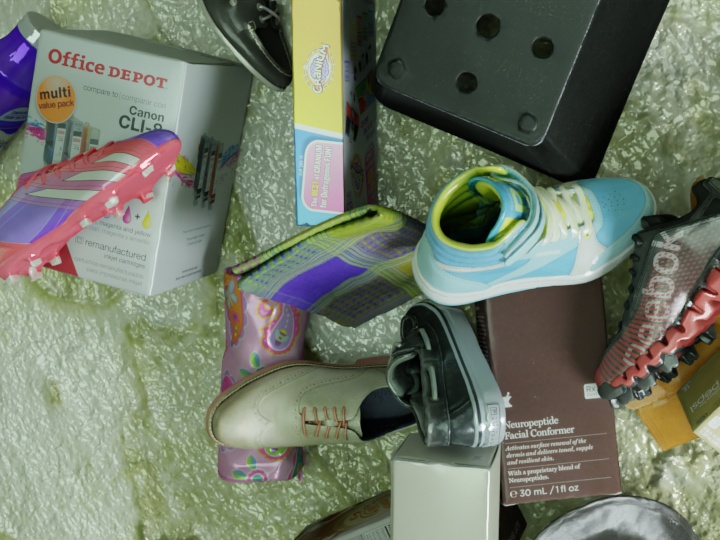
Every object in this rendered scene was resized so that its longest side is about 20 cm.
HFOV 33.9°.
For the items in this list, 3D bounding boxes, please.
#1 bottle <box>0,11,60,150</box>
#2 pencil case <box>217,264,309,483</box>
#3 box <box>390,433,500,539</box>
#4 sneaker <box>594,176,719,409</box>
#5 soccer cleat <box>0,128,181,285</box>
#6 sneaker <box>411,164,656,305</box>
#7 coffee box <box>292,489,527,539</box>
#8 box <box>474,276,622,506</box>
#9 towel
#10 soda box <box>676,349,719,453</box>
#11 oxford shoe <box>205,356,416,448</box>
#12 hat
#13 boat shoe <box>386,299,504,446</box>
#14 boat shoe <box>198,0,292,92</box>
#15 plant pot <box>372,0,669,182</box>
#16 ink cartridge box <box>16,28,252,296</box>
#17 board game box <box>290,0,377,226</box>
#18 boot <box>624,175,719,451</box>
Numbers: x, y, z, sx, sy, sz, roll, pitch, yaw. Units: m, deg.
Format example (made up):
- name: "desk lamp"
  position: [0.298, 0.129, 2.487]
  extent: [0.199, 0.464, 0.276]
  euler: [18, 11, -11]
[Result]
- name: "bottle"
  position: [-0.351, -0.154, 1.108]
  extent: [0.200, 0.083, 0.065]
  euler: [-45, 84, 17]
- name: "pencil case"
  position: [-0.085, 0.093, 1.064]
  extent: [0.087, 0.087, 0.202]
  euler: [5, 100, 16]
- name: "box"
  position: [0.066, 0.235, 0.926]
  extent: [0.081, 0.068, 0.202]
  euler: [4, 101, 14]
- name: "sneaker"
  position: [0.234, 0.013, 0.894]
  extent: [0.098, 0.071, 0.201]
  euler: [45, 115, 21]
- name: "soccer cleat"
  position: [-0.230, -0.064, 0.943]
  extent: [0.199, 0.067, 0.077]
  euler: [-34, 84, 21]
- name: "sneaker"
  position: [0.137, -0.039, 0.875]
  extent: [0.198, 0.131, 0.080]
  euler: [-19, 70, -6]
- name: "coffee box"
  position: [0.034, 0.241, 1.033]
  extent: [0.199, 0.114, 0.080]
  euler: [-26, 90, 18]
- name: "box"
  position: [0.151, 0.084, 0.969]
  extent: [0.099, 0.075, 0.202]
  euler: [-6, 88, -1]
- name: "towel"
  position: [0.000, 0.000, 0.970]
  extent: [0.143, 0.200, 0.023]
  euler: [-25, 68, 18]
- name: "soda box"
  position: [0.343, 0.143, 0.914]
  extent: [0.200, 0.064, 0.068]
  euler: [38, 109, -12]
- name: "oxford shoe"
  position: [-0.031, 0.116, 1.004]
  extent: [0.198, 0.074, 0.071]
  euler: [-12, 107, -16]
- name: "hat"
  position: [0.190, 0.267, 0.993]
  extent: [0.199, 0.081, 0.202]
  euler: [-4, 106, -14]
- name: "boat shoe"
  position: [0.055, 0.076, 0.949]
  extent: [0.070, 0.200, 0.073]
  euler: [-3, 109, -12]
- name: "boat shoe"
  position: [-0.111, -0.250, 1.028]
  extent: [0.057, 0.067, 0.201]
  euler: [-37, 83, 23]
- name: "plant pot"
  position: [0.115, -0.183, 0.910]
  extent: [0.199, 0.177, 0.201]
  euler: [24, 105, 11]
- name: "ink cartridge box"
  position: [-0.199, -0.100, 1.036]
  extent: [0.144, 0.145, 0.202]
  euler: [14, 101, 15]
- name: "board game box"
  position: [-0.019, -0.144, 0.968]
  extent: [0.040, 0.153, 0.202]
  euler: [1, 98, 11]
- name: "boot"
  position: [0.259, 0.040, 0.954]
  extent: [0.143, 0.071, 0.202]
  euler: [-24, 95, 19]
